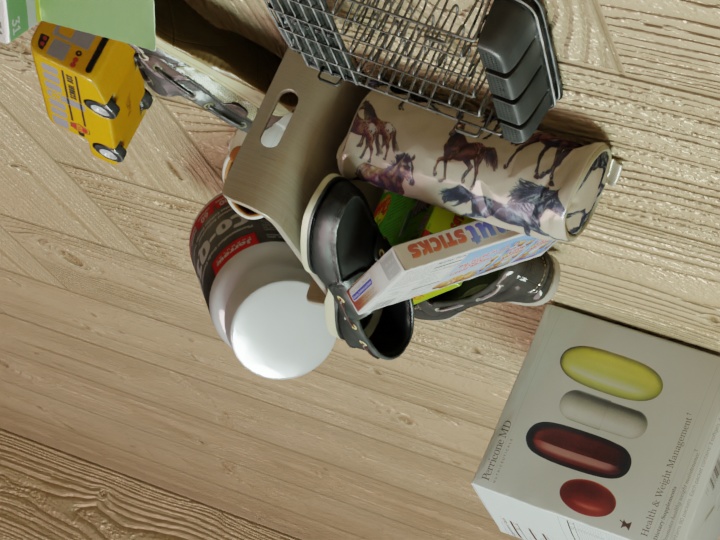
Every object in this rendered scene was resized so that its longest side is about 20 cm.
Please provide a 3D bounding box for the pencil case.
[{"bbox_3d":[0.087,-0.081,1.441,0.199,0.090,0.078,18,134,21],"label":"pencil case"}]

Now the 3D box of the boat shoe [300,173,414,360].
[{"bbox_3d":[0.002,-0.002,1.496,0.063,0.074,0.202,25,154,25],"label":"boat shoe"}]

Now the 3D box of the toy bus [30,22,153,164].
[{"bbox_3d":[-0.228,-0.159,1.663,0.078,0.065,0.200,24,164,3],"label":"toy bus"}]

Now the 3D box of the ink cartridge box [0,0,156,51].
[{"bbox_3d":[-0.241,-0.231,1.372,0.199,0.048,0.146,19,129,24],"label":"ink cartridge box"}]

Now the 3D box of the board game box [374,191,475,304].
[{"bbox_3d":[0.047,-0.026,1.621,0.048,0.102,0.200,28,163,-12],"label":"board game box"}]

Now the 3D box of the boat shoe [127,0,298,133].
[{"bbox_3d":[-0.140,-0.162,1.488,0.200,0.073,0.065,30,123,-19],"label":"boat shoe"}]

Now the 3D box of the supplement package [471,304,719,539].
[{"bbox_3d":[0.238,0.166,1.789,0.199,0.192,0.147,17,162,22],"label":"supplement package"}]

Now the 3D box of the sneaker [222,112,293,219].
[{"bbox_3d":[-0.092,-0.079,1.690,0.073,0.085,0.200,21,166,5],"label":"sneaker"}]

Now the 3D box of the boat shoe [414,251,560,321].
[{"bbox_3d":[0.089,0.003,1.714,0.057,0.067,0.200,23,161,-35],"label":"boat shoe"}]

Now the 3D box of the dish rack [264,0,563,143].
[{"bbox_3d":[0.031,-0.158,1.326,0.199,0.055,0.153,21,162,19],"label":"dish rack"}]

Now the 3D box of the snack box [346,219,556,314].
[{"bbox_3d":[0.084,-0.015,1.475,0.072,0.200,0.024,-45,69,48],"label":"snack box"}]

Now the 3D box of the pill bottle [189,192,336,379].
[{"bbox_3d":[-0.087,0.010,1.761,0.114,0.114,0.200,32,-167,-24],"label":"pill bottle"}]

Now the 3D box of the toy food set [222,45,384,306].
[{"bbox_3d":[-0.038,-0.075,1.517,0.060,0.144,0.200,17,163,23],"label":"toy food set"}]
